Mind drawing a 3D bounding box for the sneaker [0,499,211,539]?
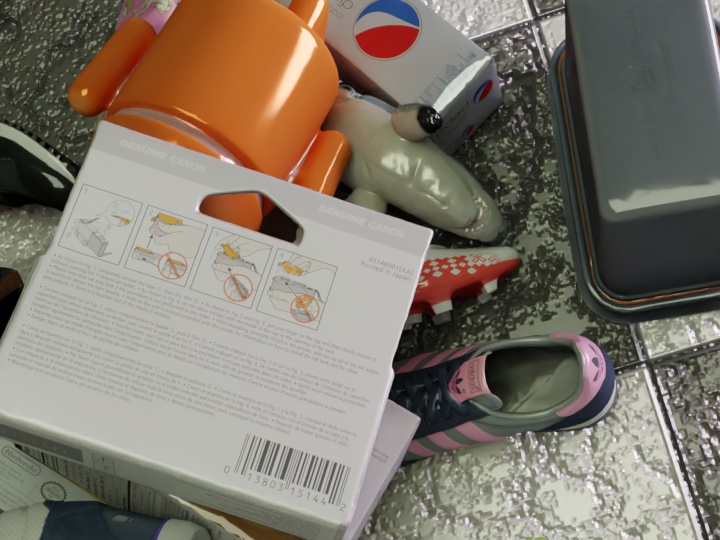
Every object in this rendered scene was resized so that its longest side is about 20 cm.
[{"bbox_3d":[-0.156,0.222,0.757,0.145,0.081,0.202,2,84,13],"label":"sneaker"}]

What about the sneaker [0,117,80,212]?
[{"bbox_3d":[-0.266,-0.062,1.001,0.199,0.070,0.090,27,84,27],"label":"sneaker"}]

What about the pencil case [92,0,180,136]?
[{"bbox_3d":[-0.128,-0.101,0.958,0.086,0.083,0.201,1,71,24],"label":"pencil case"}]

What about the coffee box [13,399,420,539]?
[{"bbox_3d":[-0.083,0.091,0.812,0.199,0.080,0.115,30,62,7],"label":"coffee box"}]

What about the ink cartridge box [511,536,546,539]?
[{"bbox_3d":[0.014,0.230,0.779,0.198,0.076,0.148,-4,35,-4],"label":"ink cartridge box"}]

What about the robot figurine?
[{"bbox_3d":[-0.086,-0.088,0.864,0.116,0.144,0.201,-3,51,50],"label":"robot figurine"}]

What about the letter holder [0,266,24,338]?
[{"bbox_3d":[-0.293,0.072,0.934,0.199,0.143,0.101,8,42,36],"label":"letter holder"}]

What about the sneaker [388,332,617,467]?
[{"bbox_3d":[0.054,0.073,0.875,0.199,0.082,0.071,-14,70,8],"label":"sneaker"}]

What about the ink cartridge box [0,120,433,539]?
[{"bbox_3d":[-0.078,0.032,0.771,0.199,0.045,0.177,18,64,1],"label":"ink cartridge box"}]

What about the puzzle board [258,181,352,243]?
[{"bbox_3d":[-0.094,-0.030,0.979,0.199,0.017,0.152,17,76,17],"label":"puzzle board"}]

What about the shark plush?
[{"bbox_3d":[0.008,-0.074,0.935,0.200,0.083,0.091,29,103,47],"label":"shark plush"}]

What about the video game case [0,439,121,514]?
[{"bbox_3d":[-0.124,0.133,0.844,0.199,0.023,0.182,31,64,8],"label":"video game case"}]

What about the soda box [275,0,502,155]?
[{"bbox_3d":[0.001,-0.163,0.971,0.064,0.068,0.200,-45,69,-5],"label":"soda box"}]

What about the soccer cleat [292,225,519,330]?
[{"bbox_3d":[0.000,0.000,0.908,0.199,0.069,0.086,-15,80,1],"label":"soccer cleat"}]

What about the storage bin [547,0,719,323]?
[{"bbox_3d":[0.187,-0.087,0.869,0.144,0.134,0.201,-9,71,10],"label":"storage bin"}]
